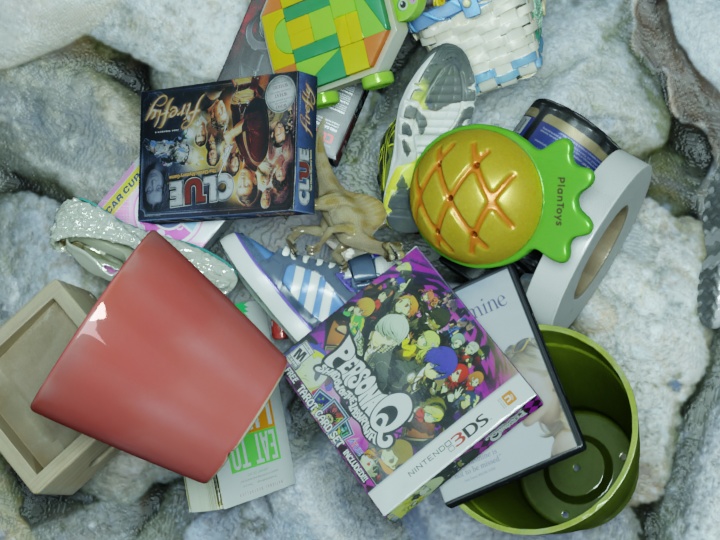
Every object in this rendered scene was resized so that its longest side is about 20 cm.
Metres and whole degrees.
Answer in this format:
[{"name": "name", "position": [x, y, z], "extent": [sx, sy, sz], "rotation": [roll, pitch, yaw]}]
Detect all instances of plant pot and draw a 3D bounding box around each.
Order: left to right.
[{"name": "plant pot", "position": [-0.179, 0.093, 1.357], "extent": [0.177, 0.200, 0.201], "rotation": [35, 90, -6]}, {"name": "plant pot", "position": [0.194, 0.176, 1.440], "extent": [0.200, 0.193, 0.201], "rotation": [-8, 69, 20]}]

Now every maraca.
[{"name": "maraca", "position": [0.130, -0.069, 1.372], "extent": [0.200, 0.107, 0.137], "rotation": [5, 101, 37]}]

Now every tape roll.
[{"name": "tape roll", "position": [0.226, -0.025, 1.457], "extent": [0.037, 0.203, 0.203], "rotation": [31, 90, 16]}]

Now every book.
[{"name": "book", "position": [-0.134, 0.136, 1.504], "extent": [0.048, 0.134, 0.200], "rotation": [-12, 89, 36]}]

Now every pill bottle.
[{"name": "pill bottle", "position": [0.172, -0.069, 1.504], "extent": [0.112, 0.112, 0.200], "rotation": [35, 90, 2]}]

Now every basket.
[{"name": "basket", "position": [0.111, -0.284, 1.486], "extent": [0.139, 0.176, 0.200], "rotation": [-27, 101, 13]}]

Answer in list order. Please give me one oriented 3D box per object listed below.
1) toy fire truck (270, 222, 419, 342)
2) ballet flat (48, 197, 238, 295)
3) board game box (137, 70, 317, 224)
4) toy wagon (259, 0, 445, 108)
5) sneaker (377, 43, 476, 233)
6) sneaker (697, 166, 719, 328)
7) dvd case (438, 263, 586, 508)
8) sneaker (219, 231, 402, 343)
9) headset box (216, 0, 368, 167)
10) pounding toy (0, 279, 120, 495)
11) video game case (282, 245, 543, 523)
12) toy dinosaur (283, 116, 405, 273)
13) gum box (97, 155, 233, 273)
[{"name": "toy fire truck", "position": [0.000, 0.000, 1.539], "extent": [0.200, 0.049, 0.141], "rotation": [-5, 88, 2]}, {"name": "ballet flat", "position": [-0.225, -0.006, 1.466], "extent": [0.200, 0.072, 0.072], "rotation": [23, 89, 6]}, {"name": "board game box", "position": [-0.133, -0.118, 1.433], "extent": [0.200, 0.035, 0.136], "rotation": [-3, 84, 34]}, {"name": "toy wagon", "position": [-0.010, -0.252, 1.431], "extent": [0.200, 0.040, 0.155], "rotation": [-15, 88, 35]}, {"name": "sneaker", "position": [0.053, -0.140, 1.456], "extent": [0.074, 0.085, 0.200], "rotation": [6, 119, -24]}, {"name": "sneaker", "position": [0.407, -0.036, 1.526], "extent": [0.082, 0.075, 0.200], "rotation": [7, 95, -12]}, {"name": "dvd case", "position": [0.114, 0.107, 1.379], "extent": [0.143, 0.018, 0.200], "rotation": [-26, 63, 13]}, {"name": "sneaker", "position": [-0.029, 0.004, 1.482], "extent": [0.146, 0.081, 0.200], "rotation": [-41, 84, -8]}, {"name": "headset box", "position": [-0.062, -0.212, 1.533], "extent": [0.149, 0.077, 0.200], "rotation": [24, 88, 2]}, {"name": "pounding toy", "position": [-0.278, 0.121, 1.515], "extent": [0.200, 0.142, 0.184], "rotation": [-42, 77, 1]}, {"name": "video game case", "position": [0.042, 0.105, 1.376], "extent": [0.181, 0.036, 0.200], "rotation": [-38, 62, 2]}, {"name": "toy dinosaur", "position": [-0.028, -0.058, 1.444], "extent": [0.101, 0.058, 0.200], "rotation": [-21, 54, -17]}, {"name": "gum box", "position": [-0.203, -0.062, 1.537], "extent": [0.113, 0.066, 0.200], "rotation": [40, 90, 1]}]
